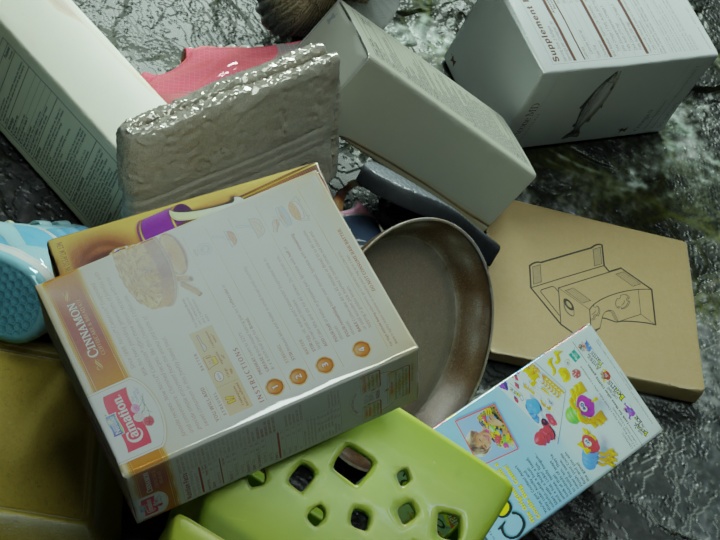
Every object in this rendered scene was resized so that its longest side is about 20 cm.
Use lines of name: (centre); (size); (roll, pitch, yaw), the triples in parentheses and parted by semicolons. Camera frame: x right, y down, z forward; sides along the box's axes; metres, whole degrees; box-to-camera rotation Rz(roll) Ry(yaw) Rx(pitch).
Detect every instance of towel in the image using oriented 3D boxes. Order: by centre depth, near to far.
towel: (-0.099, -0.088, 1.469); (0.200, 0.133, 0.034); (-24, 47, -30)

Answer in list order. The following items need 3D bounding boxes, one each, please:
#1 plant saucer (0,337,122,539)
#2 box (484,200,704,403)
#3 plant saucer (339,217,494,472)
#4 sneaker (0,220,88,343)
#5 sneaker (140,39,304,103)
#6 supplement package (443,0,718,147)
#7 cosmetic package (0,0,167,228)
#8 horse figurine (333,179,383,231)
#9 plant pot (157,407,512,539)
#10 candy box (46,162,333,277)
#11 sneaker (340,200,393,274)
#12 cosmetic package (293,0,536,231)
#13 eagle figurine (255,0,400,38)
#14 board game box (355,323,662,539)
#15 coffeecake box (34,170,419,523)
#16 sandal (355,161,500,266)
plant saucer: (-0.258, 0.119, 1.373); (0.200, 0.048, 0.200); (11, 53, -17)
box: (0.196, 0.024, 1.671); (0.200, 0.021, 0.164); (13, 52, -17)
plant saucer: (0.026, 0.055, 1.488); (0.200, 0.200, 0.032); (-28, 31, -37)
sneaker: (-0.278, -0.014, 1.453); (0.200, 0.080, 0.131); (30, 23, 20)
sneaker: (-0.105, -0.166, 1.635); (0.200, 0.074, 0.087); (-29, 68, -39)
supplement package: (0.199, -0.195, 1.768); (0.200, 0.117, 0.117); (-9, 61, -29)
cosmetic package: (-0.220, -0.122, 1.530); (0.071, 0.105, 0.200); (-32, 76, -39)
horse figurine: (0.000, 0.000, 1.579); (0.132, 0.050, 0.200); (-23, 66, -42)
plant pot: (-0.043, 0.197, 1.325); (0.199, 0.200, 0.182); (32, 55, 0)
candy box: (-0.103, 0.009, 1.346); (0.200, 0.056, 0.117); (-17, 61, -13)
sneaker: (-0.078, -0.007, 1.518); (0.200, 0.070, 0.082); (-6, 46, -5)
cosmetic package: (0.043, -0.126, 1.609); (0.200, 0.073, 0.104); (32, 21, -32)
eagle figurine: (-0.027, -0.276, 1.679); (0.151, 0.152, 0.200); (4, 11, -6)
board game box: (0.114, 0.142, 1.484); (0.200, 0.103, 0.105); (-29, 83, -38)
coffeecake box: (-0.085, 0.046, 1.246); (0.200, 0.073, 0.154); (-23, 60, -12)
sandal: (0.056, -0.033, 1.552); (0.076, 0.043, 0.200); (33, 0, 33)
